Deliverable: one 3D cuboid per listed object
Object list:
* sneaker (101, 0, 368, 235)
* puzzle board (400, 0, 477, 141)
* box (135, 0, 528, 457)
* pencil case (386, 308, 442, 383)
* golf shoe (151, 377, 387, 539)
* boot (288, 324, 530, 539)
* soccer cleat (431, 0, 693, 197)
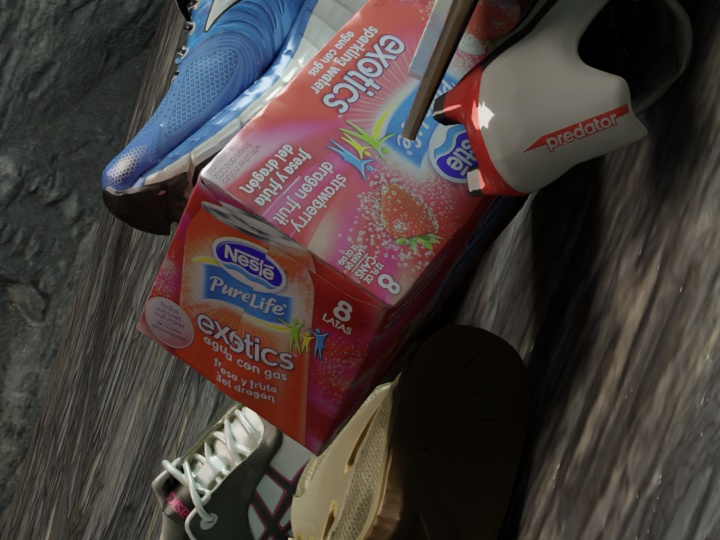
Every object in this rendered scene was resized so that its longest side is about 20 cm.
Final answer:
[{"bbox_3d":[-0.053,-0.100,1.125,0.200,0.089,0.079,-52,-10,-25],"label":"sneaker"},{"bbox_3d":[0.060,-0.158,1.013,0.200,0.017,0.151,-65,-2,-56],"label":"puzzle board"},{"bbox_3d":[0.007,-0.034,1.070,0.200,0.095,0.100,-49,-11,-44],"label":"box"},{"bbox_3d":[0.000,0.000,1.267,0.078,0.089,0.200,-105,30,-45],"label":"pencil case"},{"bbox_3d":[-0.046,0.092,1.229,0.077,0.088,0.201,49,134,38],"label":"golf shoe"},{"bbox_3d":[0.004,0.130,1.100,0.155,0.072,0.201,142,144,-72],"label":"boot"},{"bbox_3d":[0.093,-0.095,1.006,0.085,0.069,0.200,-14,26,28],"label":"soccer cleat"}]
